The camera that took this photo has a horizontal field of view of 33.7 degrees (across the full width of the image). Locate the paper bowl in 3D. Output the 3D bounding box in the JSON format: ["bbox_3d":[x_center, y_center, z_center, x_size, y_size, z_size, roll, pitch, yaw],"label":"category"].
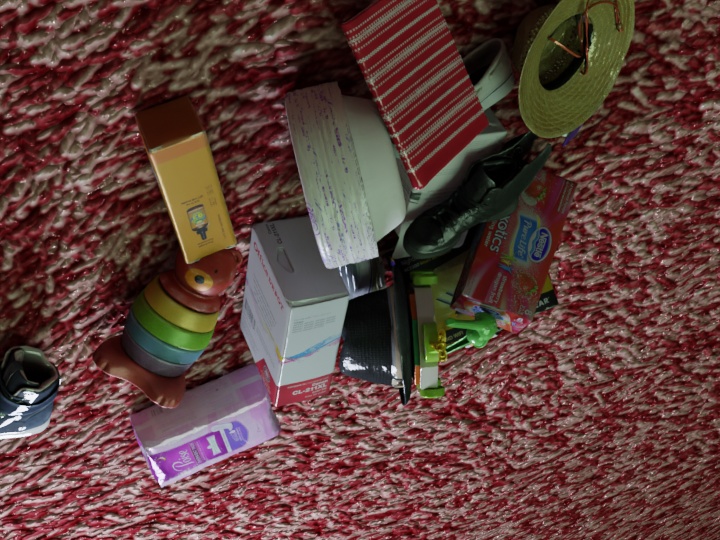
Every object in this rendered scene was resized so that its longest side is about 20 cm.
[{"bbox_3d":[-0.013,-0.110,1.313,0.104,0.201,0.201,-15,144,1],"label":"paper bowl"}]

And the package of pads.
[{"bbox_3d":[-0.218,0.220,1.695,0.199,0.076,0.121,-22,141,-10],"label":"package of pads"}]

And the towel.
[{"bbox_3d":[0.062,-0.204,1.281,0.145,0.022,0.200,-44,118,-37],"label":"towel"}]

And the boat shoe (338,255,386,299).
[{"bbox_3d":[0.000,0.000,1.597,0.062,0.072,0.200,-37,156,-19],"label":"boat shoe"}]

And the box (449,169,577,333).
[{"bbox_3d":[0.199,-0.032,1.549,0.099,0.201,0.095,22,166,-1],"label":"box"}]

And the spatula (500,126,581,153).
[{"bbox_3d":[0.241,-0.175,1.528,0.200,0.021,0.057,-21,147,-41],"label":"spatula"}]

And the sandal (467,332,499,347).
[{"bbox_3d":[0.194,0.067,1.789,0.207,0.059,0.079,-39,160,19],"label":"sandal"}]

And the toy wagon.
[{"bbox_3d":[0.082,0.081,1.504,0.039,0.156,0.200,-4,-176,0],"label":"toy wagon"}]

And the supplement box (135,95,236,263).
[{"bbox_3d":[-0.193,-0.097,1.333,0.066,0.069,0.200,-21,142,-10],"label":"supplement box"}]

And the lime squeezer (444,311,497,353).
[{"bbox_3d":[0.140,0.084,1.522,0.070,0.038,0.200,-29,167,-7],"label":"lime squeezer"}]

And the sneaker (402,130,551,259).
[{"bbox_3d":[0.139,-0.093,1.451,0.199,0.060,0.104,-27,153,-15],"label":"sneaker"}]

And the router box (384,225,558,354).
[{"bbox_3d":[0.154,0.012,1.641,0.200,0.052,0.158,-24,102,-8],"label":"router box"}]

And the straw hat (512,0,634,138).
[{"bbox_3d":[0.229,-0.265,1.404,0.201,0.085,0.202,-27,135,-30],"label":"straw hat"}]

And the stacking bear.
[{"bbox_3d":[-0.221,0.046,1.455,0.121,0.114,0.200,32,108,-5],"label":"stacking bear"}]

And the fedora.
[{"bbox_3d":[0.016,0.086,1.536,0.091,0.201,0.201,-3,141,-1],"label":"fedora"}]

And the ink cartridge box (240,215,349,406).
[{"bbox_3d":[-0.087,0.052,1.517,0.083,0.146,0.200,-10,141,-21],"label":"ink cartridge box"}]

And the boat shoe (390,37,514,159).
[{"bbox_3d":[0.105,-0.202,1.378,0.200,0.072,0.066,-36,134,-24],"label":"boat shoe"}]

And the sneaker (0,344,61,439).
[{"bbox_3d":[-0.460,0.159,1.437,0.202,0.077,0.146,-15,154,-36],"label":"sneaker"}]

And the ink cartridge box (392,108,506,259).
[{"bbox_3d":[0.096,-0.114,1.510,0.116,0.068,0.200,-10,139,-26],"label":"ink cartridge box"}]
